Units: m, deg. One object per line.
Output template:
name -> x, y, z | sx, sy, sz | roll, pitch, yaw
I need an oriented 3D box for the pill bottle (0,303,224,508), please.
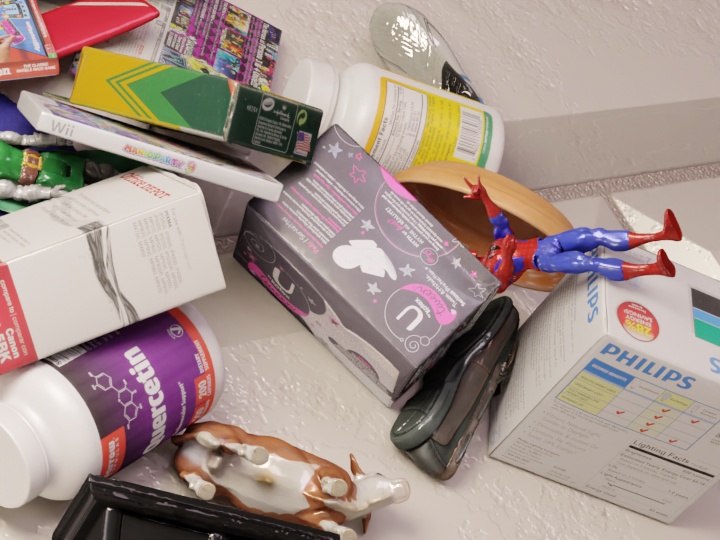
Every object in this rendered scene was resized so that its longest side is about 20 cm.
pill bottle -> -0.202, 0.099, 1.311 | 0.112, 0.113, 0.200 | 47, 44, 11

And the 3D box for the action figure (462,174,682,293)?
action figure -> 0.154, -0.031, 1.442 | 0.099, 0.199, 0.065 | 53, 42, -38

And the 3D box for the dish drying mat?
dish drying mat -> -0.278, -0.202, 1.512 | 0.200, 0.018, 0.077 | -24, 39, -26

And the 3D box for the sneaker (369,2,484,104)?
sneaker -> 0.080, -0.189, 1.774 | 0.200, 0.072, 0.072 | 59, 21, 13

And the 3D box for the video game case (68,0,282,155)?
video game case -> -0.167, -0.206, 1.625 | 0.181, 0.036, 0.200 | 24, 33, -13

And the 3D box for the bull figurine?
bull figurine -> -0.053, 0.168, 1.363 | 0.199, 0.121, 0.065 | 16, 88, -11

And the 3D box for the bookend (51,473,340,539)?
bookend -> -0.121, 0.270, 1.231 | 0.199, 0.092, 0.199 | 17, 47, -18

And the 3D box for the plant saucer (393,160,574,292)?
plant saucer -> 0.118, -0.044, 1.583 | 0.200, 0.200, 0.038 | 28, 74, -9

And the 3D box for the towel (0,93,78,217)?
towel -> -0.278, -0.058, 1.449 | 0.200, 0.050, 0.148 | 37, 40, -3

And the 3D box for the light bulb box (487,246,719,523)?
light bulb box -> 0.245, 0.098, 1.534 | 0.198, 0.200, 0.125 | 22, 45, -16

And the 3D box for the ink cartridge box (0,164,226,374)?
ink cartridge box -> -0.220, -0.002, 1.308 | 0.199, 0.147, 0.083 | -21, 108, -19

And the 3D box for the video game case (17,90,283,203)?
video game case -> -0.172, -0.101, 1.404 | 0.199, 0.018, 0.143 | 16, 7, -20

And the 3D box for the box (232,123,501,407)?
box -> 0.000, 0.000, 1.495 | 0.200, 0.132, 0.115 | 45, 68, 8

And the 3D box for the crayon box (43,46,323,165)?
crayon box -> -0.148, -0.139, 1.440 | 0.199, 0.051, 0.127 | 15, 3, 31

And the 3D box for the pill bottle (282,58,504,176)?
pill bottle -> 0.026, -0.131, 1.654 | 0.199, 0.113, 0.113 | 17, 47, -20

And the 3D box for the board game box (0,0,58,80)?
board game box -> -0.327, -0.215, 1.496 | 0.103, 0.020, 0.200 | -9, 35, -16

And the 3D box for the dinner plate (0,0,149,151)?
dinner plate -> -0.278, -0.176, 1.563 | 0.199, 0.024, 0.201 | 18, 45, -19

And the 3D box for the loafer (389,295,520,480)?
loafer -> 0.093, 0.104, 1.540 | 0.063, 0.072, 0.200 | 51, 48, -14

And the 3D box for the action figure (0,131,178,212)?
action figure -> -0.247, -0.075, 1.411 | 0.199, 0.055, 0.118 | 13, 49, -22
